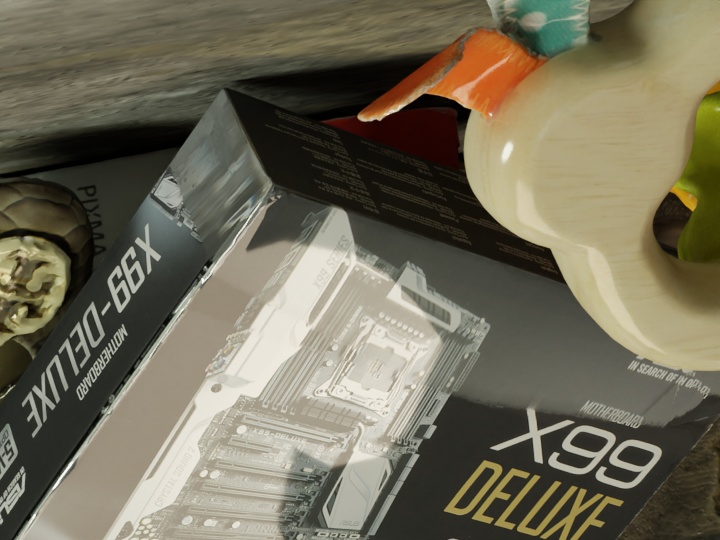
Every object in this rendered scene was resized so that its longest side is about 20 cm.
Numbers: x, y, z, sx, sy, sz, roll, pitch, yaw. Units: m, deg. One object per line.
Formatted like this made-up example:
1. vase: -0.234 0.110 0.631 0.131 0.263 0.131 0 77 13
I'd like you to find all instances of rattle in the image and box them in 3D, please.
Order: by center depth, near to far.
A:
1. rattle: 0.062 -0.061 0.776 0.200 0.143 0.130 10 132 -32

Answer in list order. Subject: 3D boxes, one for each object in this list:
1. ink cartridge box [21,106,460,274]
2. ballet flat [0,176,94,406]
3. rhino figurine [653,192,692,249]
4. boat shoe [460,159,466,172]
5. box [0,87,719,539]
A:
1. ink cartridge box: -0.061 0.019 0.970 0.200 0.050 0.162 -8 153 0
2. ballet flat: -0.138 0.050 0.888 0.067 0.046 0.200 20 126 -30
3. rhino figurine: 0.059 0.007 0.982 0.087 0.060 0.200 1 134 -53
4. boat shoe: 0.000 0.000 1.108 0.200 0.065 0.072 -10 172 -26
5. box: 0.002 0.043 0.896 0.200 0.050 0.158 19 120 -36
